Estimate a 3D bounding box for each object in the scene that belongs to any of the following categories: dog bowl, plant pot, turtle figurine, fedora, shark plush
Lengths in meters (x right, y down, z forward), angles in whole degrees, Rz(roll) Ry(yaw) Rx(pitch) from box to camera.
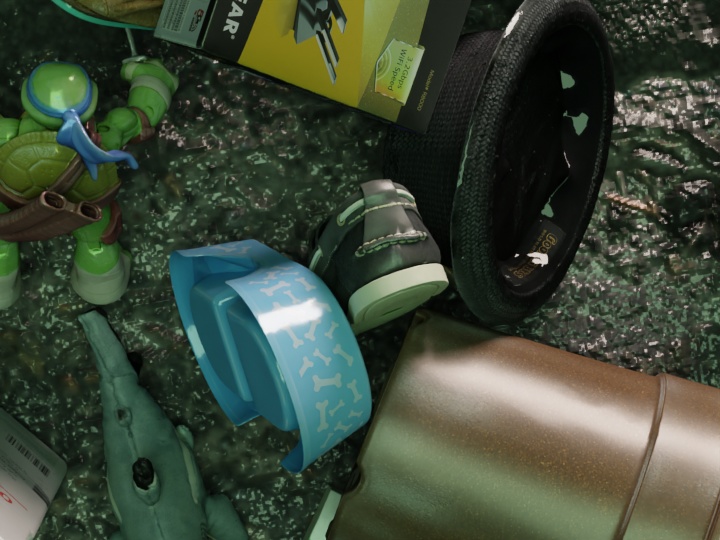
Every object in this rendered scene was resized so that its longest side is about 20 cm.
[{"bbox_3d":[-0.052,0.041,1.013,0.050,0.200,0.112,-22,109,-18],"label":"dog bowl"},{"bbox_3d":[0.096,0.125,1.036,0.198,0.200,0.200,21,95,3],"label":"plant pot"},{"bbox_3d":[-0.181,-0.079,1.013,0.144,0.194,0.200,-33,63,-33],"label":"turtle figurine"},{"bbox_3d":[0.072,-0.072,1.037,0.092,0.201,0.201,11,97,29],"label":"fedora"},{"bbox_3d":[-0.118,0.118,1.068,0.091,0.083,0.200,-5,97,-2],"label":"shark plush"}]

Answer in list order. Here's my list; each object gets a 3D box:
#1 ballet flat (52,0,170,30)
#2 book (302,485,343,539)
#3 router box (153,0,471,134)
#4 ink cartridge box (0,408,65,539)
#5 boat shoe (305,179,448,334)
[{"bbox_3d":[-0.096,-0.160,0.969,0.068,0.200,0.072,43,106,24],"label":"ballet flat"},{"bbox_3d":[0.043,0.236,1.114,0.200,0.048,0.134,24,90,-4],"label":"book"},{"bbox_3d":[-0.004,-0.190,0.943,0.157,0.052,0.200,16,94,-39],"label":"router box"},{"bbox_3d":[-0.239,0.119,0.997,0.116,0.200,0.068,41,93,-6],"label":"ink cartridge box"},{"bbox_3d":[0.000,0.000,1.012,0.072,0.200,0.068,-21,83,-15],"label":"boat shoe"}]
